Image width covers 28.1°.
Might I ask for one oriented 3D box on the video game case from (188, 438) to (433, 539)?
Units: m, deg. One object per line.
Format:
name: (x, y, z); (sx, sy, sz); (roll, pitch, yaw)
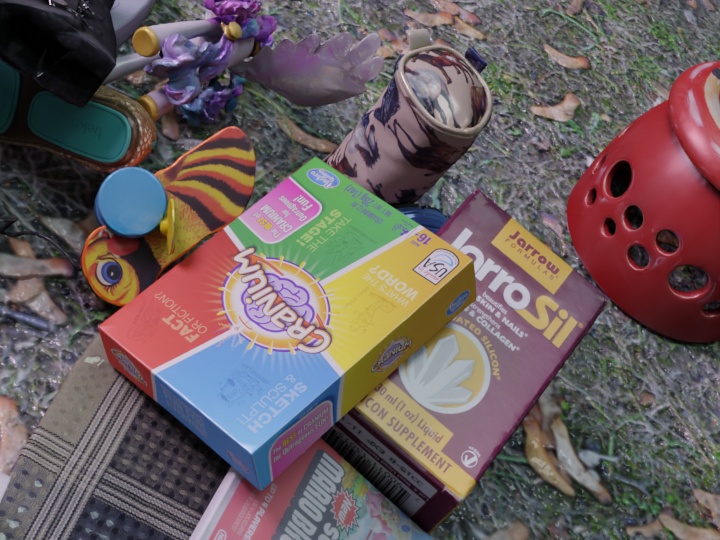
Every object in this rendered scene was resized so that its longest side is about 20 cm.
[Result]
video game case: (-0.012, 0.196, 0.916); (0.200, 0.017, 0.143); (43, 41, -12)

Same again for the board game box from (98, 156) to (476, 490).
board game box: (-0.045, 0.027, 0.934); (0.152, 0.041, 0.200); (33, 60, 31)

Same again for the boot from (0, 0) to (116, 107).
boot: (-0.249, -0.201, 1.020); (0.163, 0.066, 0.201); (20, 28, -16)

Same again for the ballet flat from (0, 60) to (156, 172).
ballet flat: (-0.234, -0.120, 1.046); (0.199, 0.071, 0.065); (26, 11, 15)

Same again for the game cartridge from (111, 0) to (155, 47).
game cartridge: (-0.249, -0.224, 1.155); (0.133, 0.042, 0.200); (42, 43, 1)

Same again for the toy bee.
toy bee: (-0.154, -0.016, 0.997); (0.131, 0.198, 0.110); (-48, 116, -80)

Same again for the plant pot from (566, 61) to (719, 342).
plant pot: (0.306, -0.066, 1.261); (0.198, 0.183, 0.202); (15, 48, -17)

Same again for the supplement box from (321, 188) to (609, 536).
supplement box: (0.062, 0.066, 1.010); (0.131, 0.103, 0.200); (38, 60, 5)

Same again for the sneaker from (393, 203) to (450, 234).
sneaker: (0.000, 0.000, 1.100); (0.198, 0.075, 0.079); (-6, 72, -32)

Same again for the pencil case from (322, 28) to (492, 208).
pencil case: (0.027, -0.098, 1.107); (0.077, 0.200, 0.090); (-5, 68, -27)

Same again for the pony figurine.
pony figurine: (-0.105, -0.178, 1.106); (0.199, 0.192, 0.168); (-33, 101, -44)

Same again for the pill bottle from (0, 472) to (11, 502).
pill bottle: (-0.297, 0.106, 0.778); (0.199, 0.113, 0.113); (26, 43, -9)

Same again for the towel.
towel: (-0.126, 0.153, 0.911); (0.191, 0.035, 0.201); (29, 45, -3)
